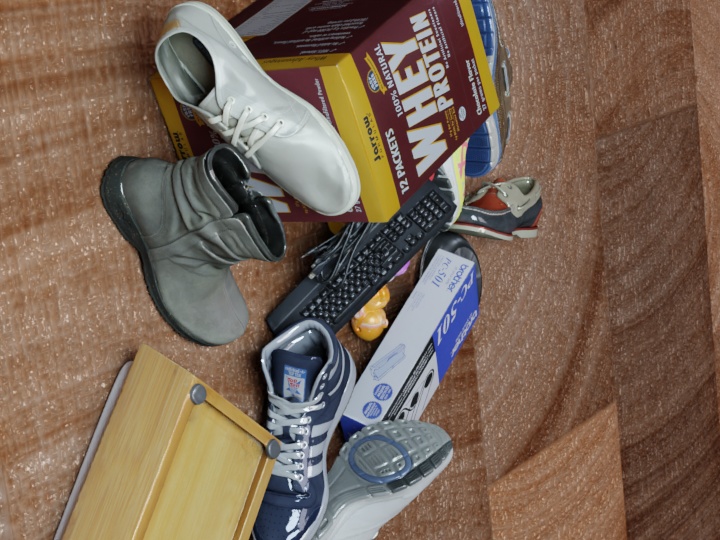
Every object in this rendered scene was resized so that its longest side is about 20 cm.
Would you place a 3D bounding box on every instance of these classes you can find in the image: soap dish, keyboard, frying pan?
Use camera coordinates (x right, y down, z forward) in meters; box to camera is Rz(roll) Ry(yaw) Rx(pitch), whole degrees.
[{"bbox_3d":[-0.148,0.181,1.177,0.157,0.081,0.202,45,57,-46],"label":"soap dish"},{"bbox_3d":[0.000,0.000,1.326,0.200,0.040,0.104,-46,137,6],"label":"keyboard"},{"bbox_3d":[0.076,0.018,1.543,0.189,0.031,0.116,-13,100,-57],"label":"frying pan"}]

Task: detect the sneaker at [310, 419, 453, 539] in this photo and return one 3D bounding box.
[{"bbox_3d":[-0.002,0.206,1.352,0.199,0.075,0.087,-32,143,-4],"label":"sneaker"}]

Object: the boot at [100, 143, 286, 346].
[{"bbox_3d":[-0.110,-0.011,1.182,0.068,0.130,0.201,-59,135,-34],"label":"boot"}]

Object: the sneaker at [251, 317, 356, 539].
[{"bbox_3d":[-0.058,0.137,1.287,0.109,0.069,0.202,70,33,-61],"label":"sneaker"}]

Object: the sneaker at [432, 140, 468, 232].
[{"bbox_3d":[0.080,-0.125,1.460,0.090,0.078,0.201,-46,148,-36],"label":"sneaker"}]

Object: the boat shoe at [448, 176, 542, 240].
[{"bbox_3d":[0.144,-0.067,1.589,0.200,0.071,0.063,-8,110,-64],"label":"boat shoe"}]

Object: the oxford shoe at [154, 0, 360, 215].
[{"bbox_3d":[-0.082,-0.113,1.120,0.200,0.075,0.058,47,37,-3],"label":"oxford shoe"}]

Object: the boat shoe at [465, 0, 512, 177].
[{"bbox_3d":[0.113,-0.199,1.501,0.072,0.072,0.202,-38,131,-53],"label":"boat shoe"}]

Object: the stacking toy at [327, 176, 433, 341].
[{"bbox_3d":[0.012,-0.029,1.400,0.109,0.115,0.202,-24,121,-49],"label":"stacking toy"}]

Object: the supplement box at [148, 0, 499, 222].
[{"bbox_3d":[-0.026,-0.145,1.243,0.200,0.196,0.134,-46,126,-43],"label":"supplement box"}]

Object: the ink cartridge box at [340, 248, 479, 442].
[{"bbox_3d":[0.050,0.086,1.443,0.201,0.044,0.094,-58,157,-26],"label":"ink cartridge box"}]
